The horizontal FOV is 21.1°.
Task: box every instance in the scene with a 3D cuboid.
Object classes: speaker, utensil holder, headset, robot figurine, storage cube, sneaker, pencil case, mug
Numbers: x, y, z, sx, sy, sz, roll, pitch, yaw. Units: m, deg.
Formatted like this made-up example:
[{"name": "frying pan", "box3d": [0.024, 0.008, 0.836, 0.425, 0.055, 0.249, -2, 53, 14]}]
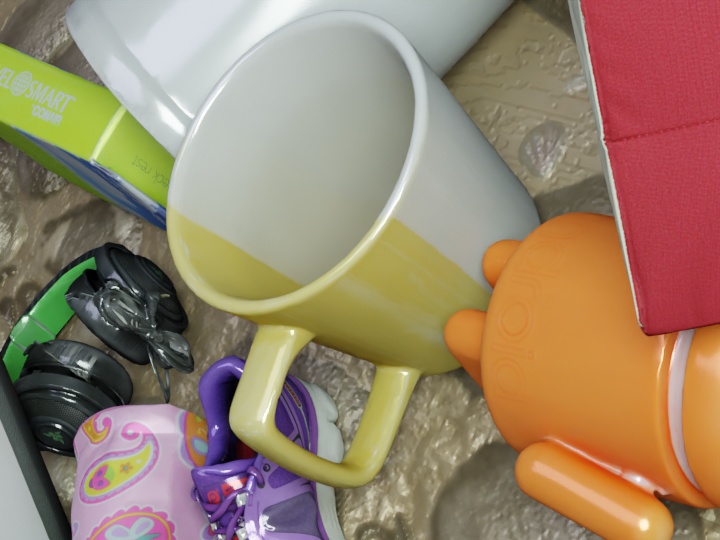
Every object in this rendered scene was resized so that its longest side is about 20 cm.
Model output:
[{"name": "speaker", "box3d": [-0.215, 0.086, 1.013, 0.081, 0.201, 0.081, -14, 26, 7]}, {"name": "utensil holder", "box3d": [-0.026, -0.145, 1.013, 0.200, 0.170, 0.170, -44, 47, 9]}, {"name": "headset", "box3d": [-0.152, 0.036, 1.059, 0.199, 0.094, 0.124, 4, 59, 55]}, {"name": "robot figurine", "box3d": [0.131, 0.040, 0.820, 0.199, 0.143, 0.118, 10, 114, 42]}, {"name": "storage cube", "box3d": [0.172, -0.102, 0.749, 0.178, 0.172, 0.200, -12, 27, 8]}, {"name": "sneaker", "box3d": [-0.050, 0.133, 0.940, 0.080, 0.083, 0.201, -31, 52, 23]}, {"name": "pencil case", "box3d": [-0.107, 0.169, 0.966, 0.087, 0.087, 0.201, -21, 56, 29]}, {"name": "mug", "box3d": [-0.001, -0.008, 0.927, 0.187, 0.153, 0.149, -50, 46, 7]}]

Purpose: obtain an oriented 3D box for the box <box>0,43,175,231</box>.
[{"name": "box", "box3d": [-0.147, -0.071, 1.101, 0.199, 0.122, 0.048, 25, 82, 44]}]
